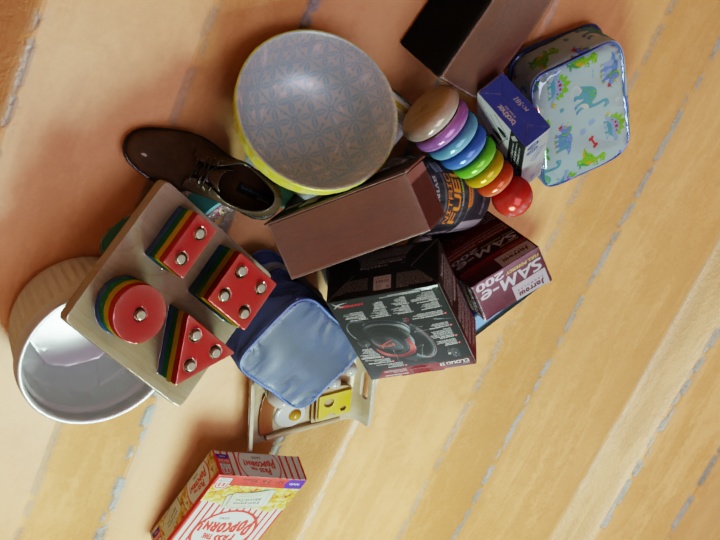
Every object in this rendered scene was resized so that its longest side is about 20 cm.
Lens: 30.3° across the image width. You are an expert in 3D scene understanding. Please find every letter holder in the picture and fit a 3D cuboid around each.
[{"bbox_3d":[0.174,-0.318,1.656,0.142,0.101,0.200,22,109,-42],"label":"letter holder"}]

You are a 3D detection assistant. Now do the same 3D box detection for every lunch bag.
[{"bbox_3d":[-0.111,0.070,1.739,0.136,0.132,0.200,-43,139,1],"label":"lunch bag"},{"bbox_3d":[0.286,-0.224,1.804,0.160,0.083,0.201,-26,132,-12],"label":"lunch bag"}]

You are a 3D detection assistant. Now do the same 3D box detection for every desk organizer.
[{"bbox_3d":[-0.006,-0.062,1.597,0.199,0.072,0.077,-19,101,25],"label":"desk organizer"}]

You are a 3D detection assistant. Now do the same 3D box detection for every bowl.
[{"bbox_3d":[-0.066,-0.176,1.591,0.199,0.201,0.108,-15,172,-22],"label":"bowl"}]

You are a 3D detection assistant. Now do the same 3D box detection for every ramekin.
[{"bbox_3d":[-0.334,0.079,1.627,0.199,0.105,0.201,-16,128,-21],"label":"ramekin"}]

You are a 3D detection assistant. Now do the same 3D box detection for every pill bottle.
[{"bbox_3d":[0.074,-0.096,1.709,0.199,0.106,0.107,-11,130,-52],"label":"pill bottle"}]

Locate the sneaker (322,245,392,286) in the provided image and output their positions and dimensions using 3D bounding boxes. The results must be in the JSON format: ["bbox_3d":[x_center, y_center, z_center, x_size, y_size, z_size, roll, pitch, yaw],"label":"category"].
[{"bbox_3d":[0.000,0.000,1.769,0.077,0.112,0.201,-26,132,-12],"label":"sneaker"}]

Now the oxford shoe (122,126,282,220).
[{"bbox_3d":[-0.182,-0.120,1.554,0.199,0.084,0.073,19,89,-7],"label":"oxford shoe"}]

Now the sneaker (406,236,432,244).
[{"bbox_3d":[0.062,0.034,1.813,0.076,0.081,0.200,8,135,-21],"label":"sneaker"}]

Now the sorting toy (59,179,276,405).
[{"bbox_3d":[-0.211,0.035,1.558,0.200,0.069,0.199,44,75,-37],"label":"sorting toy"}]

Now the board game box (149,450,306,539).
[{"bbox_3d":[-0.191,0.341,1.917,0.151,0.046,0.200,10,130,-36],"label":"board game box"}]

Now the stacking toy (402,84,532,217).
[{"bbox_3d":[0.143,-0.139,1.677,0.085,0.085,0.200,-44,117,4],"label":"stacking toy"}]

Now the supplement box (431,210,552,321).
[{"bbox_3d":[0.160,-0.016,1.792,0.108,0.200,0.061,-31,118,-9],"label":"supplement box"}]

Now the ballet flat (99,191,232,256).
[{"bbox_3d":[-0.222,-0.058,1.626,0.199,0.076,0.064,-29,164,-4],"label":"ballet flat"}]

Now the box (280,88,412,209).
[{"bbox_3d":[-0.021,-0.151,1.690,0.200,0.049,0.082,-50,133,9],"label":"box"}]

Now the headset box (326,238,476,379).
[{"bbox_3d":[0.059,0.059,1.702,0.148,0.075,0.200,-10,140,17],"label":"headset box"}]

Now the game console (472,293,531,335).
[{"bbox_3d":[0.159,0.075,1.885,0.200,0.119,0.170,-39,138,24],"label":"game console"}]

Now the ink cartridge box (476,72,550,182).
[{"bbox_3d":[0.193,-0.174,1.710,0.044,0.094,0.200,-38,167,-4],"label":"ink cartridge box"}]

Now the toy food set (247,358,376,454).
[{"bbox_3d":[-0.070,0.190,1.900,0.199,0.060,0.144,-12,127,-23],"label":"toy food set"}]
